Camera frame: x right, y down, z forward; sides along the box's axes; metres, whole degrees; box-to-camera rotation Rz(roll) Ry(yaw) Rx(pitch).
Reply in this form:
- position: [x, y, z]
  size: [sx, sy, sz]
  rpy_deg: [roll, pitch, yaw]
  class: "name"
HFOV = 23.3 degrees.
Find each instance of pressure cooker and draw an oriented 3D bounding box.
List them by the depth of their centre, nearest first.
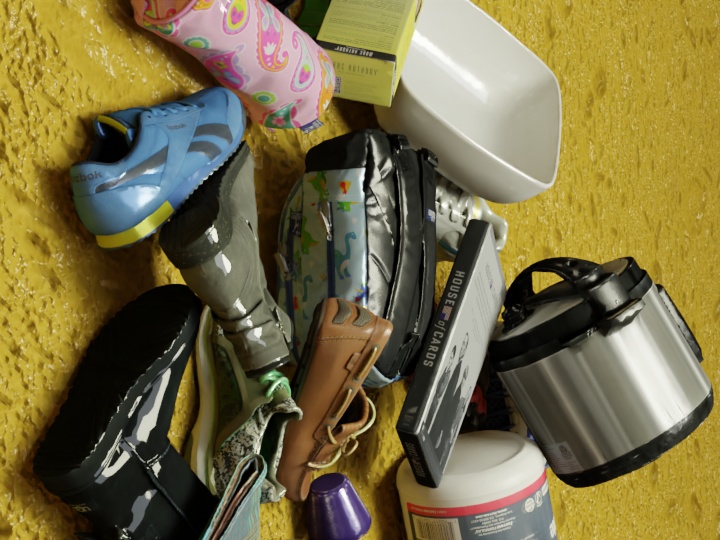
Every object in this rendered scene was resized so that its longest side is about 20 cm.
- position: [0.215, 0.079, 1.627]
  size: [0.201, 0.175, 0.179]
  rpy_deg: [59, 23, -4]
  class: "pressure cooker"

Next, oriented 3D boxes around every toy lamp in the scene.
- position: [-0.005, 0.268, 1.506]
  size: [0.058, 0.058, 0.201]
  rpy_deg: [-43, 127, -53]
  class: "toy lamp"

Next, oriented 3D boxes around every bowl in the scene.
- position: [0.090, -0.160, 1.619]
  size: [0.200, 0.075, 0.200]
  rpy_deg: [35, 37, -21]
  class: "bowl"

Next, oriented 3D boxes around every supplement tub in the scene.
- position: [0.116, 0.263, 1.631]
  size: [0.140, 0.140, 0.201]
  rpy_deg: [-33, 116, -57]
  class: "supplement tub"

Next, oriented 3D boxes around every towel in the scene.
- position: [-0.103, 0.246, 1.285]
  size: [0.201, 0.022, 0.147]
  rpy_deg: [94, 17, -46]
  class: "towel"

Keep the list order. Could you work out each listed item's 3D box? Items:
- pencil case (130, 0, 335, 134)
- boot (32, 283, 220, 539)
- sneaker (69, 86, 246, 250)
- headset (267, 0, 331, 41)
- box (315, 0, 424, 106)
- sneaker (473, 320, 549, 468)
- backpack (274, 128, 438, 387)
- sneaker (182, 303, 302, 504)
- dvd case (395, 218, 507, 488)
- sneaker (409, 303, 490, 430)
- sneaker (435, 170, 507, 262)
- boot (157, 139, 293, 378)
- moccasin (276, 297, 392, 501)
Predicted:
- position: [-0.097, -0.180, 1.357]
  size: [0.200, 0.087, 0.088]
  rpy_deg: [39, 54, -54]
  class: "pencil case"
- position: [-0.145, 0.132, 1.255]
  size: [0.163, 0.073, 0.199]
  rpy_deg: [60, 44, -37]
  class: "boot"
- position: [-0.147, -0.098, 1.279]
  size: [0.200, 0.066, 0.079]
  rpy_deg: [-54, 128, -48]
  class: "sneaker"
- position: [-0.049, -0.272, 1.436]
  size: [0.200, 0.093, 0.124]
  rpy_deg: [70, 32, -48]
  class: "headset"
- position: [0.013, -0.227, 1.524]
  size: [0.201, 0.075, 0.050]
  rpy_deg: [-74, 173, -45]
  class: "box"
- position: [0.144, 0.155, 1.751]
  size: [0.115, 0.080, 0.200]
  rpy_deg: [-58, 137, -48]
  class: "sneaker"
- position: [0.000, 0.000, 1.470]
  size: [0.163, 0.153, 0.201]
  rpy_deg: [13, 63, -67]
  class: "backpack"
- position: [-0.078, 0.096, 1.357]
  size: [0.077, 0.088, 0.201]
  rpy_deg: [25, 66, -57]
  class: "sneaker"
- position: [0.082, 0.075, 1.525]
  size: [0.150, 0.025, 0.201]
  rpy_deg: [69, 38, -64]
  class: "dvd case"
- position: [0.071, 0.065, 1.640]
  size: [0.201, 0.070, 0.098]
  rpy_deg: [56, 43, -46]
  class: "sneaker"
- position: [0.069, -0.070, 1.639]
  size: [0.200, 0.080, 0.077]
  rpy_deg: [37, 58, -52]
  class: "sneaker"
- position: [-0.094, -0.007, 1.303]
  size: [0.131, 0.067, 0.200]
  rpy_deg: [62, 14, -23]
  class: "boot"
- position: [-0.023, 0.109, 1.398]
  size: [0.074, 0.077, 0.202]
  rpy_deg: [-80, -172, -59]
  class: "moccasin"
